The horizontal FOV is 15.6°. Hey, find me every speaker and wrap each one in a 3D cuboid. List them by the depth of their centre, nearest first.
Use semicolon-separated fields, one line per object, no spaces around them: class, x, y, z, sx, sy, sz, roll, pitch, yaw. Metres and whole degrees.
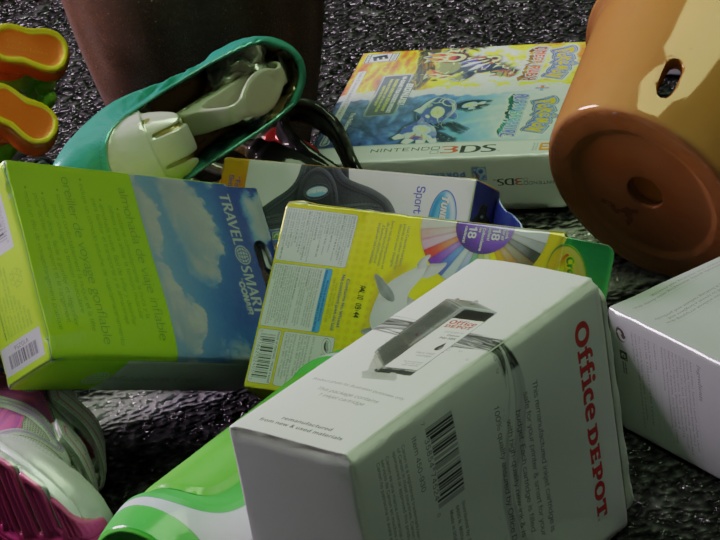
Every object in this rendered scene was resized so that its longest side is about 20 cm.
speaker;-0.050;0.117;1.380;0.088;0.089;0.200;11;32;35

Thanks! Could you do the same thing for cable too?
cable;-0.008;-0.041;1.651;0.199;0.050;0.097;31;53;18

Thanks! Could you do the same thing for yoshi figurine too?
yoshi figurine;-0.237;-0.077;1.762;0.112;0.112;0.200;-27;-10;-33

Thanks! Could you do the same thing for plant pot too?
plant pot;0.209;-0.090;1.622;0.199;0.201;0.140;12;49;36
plant pot;-0.103;-0.135;1.781;0.186;0.201;0.187;-7;25;3

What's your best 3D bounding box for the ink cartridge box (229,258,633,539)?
ink cartridge box;0.040;0.102;1.309;0.083;0.148;0.200;11;31;40

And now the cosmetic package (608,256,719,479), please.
cosmetic package;0.236;0.064;1.402;0.112;0.082;0.200;-22;29;-24

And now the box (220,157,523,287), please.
box;0.000;0.000;1.568;0.199;0.120;0.041;5;-8;31

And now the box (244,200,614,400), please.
box;0.043;0.030;1.487;0.199;0.048;0.118;7;75;24

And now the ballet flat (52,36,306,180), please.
ballet flat;-0.108;-0.088;1.600;0.200;0.068;0.070;-38;13;-32

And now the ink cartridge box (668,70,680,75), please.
ink cartridge box;0.299;-0.204;1.923;0.199;0.088;0.145;7;29;27

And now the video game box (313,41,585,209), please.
video game box;0.070;-0.101;1.835;0.181;0.047;0.200;0;27;13

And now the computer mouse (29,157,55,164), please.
computer mouse;-0.163;-0.028;1.687;0.052;0.139;0.200;-16;14;4

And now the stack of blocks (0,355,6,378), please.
stack of blocks;-0.290;0.053;1.521;0.199;0.059;0.115;-19;-9;6

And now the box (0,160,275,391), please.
box;-0.128;0.006;1.509;0.048;0.123;0.199;-31;-22;37

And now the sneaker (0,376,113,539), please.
sneaker;-0.179;0.103;1.456;0.088;0.082;0.200;-23;30;-24
